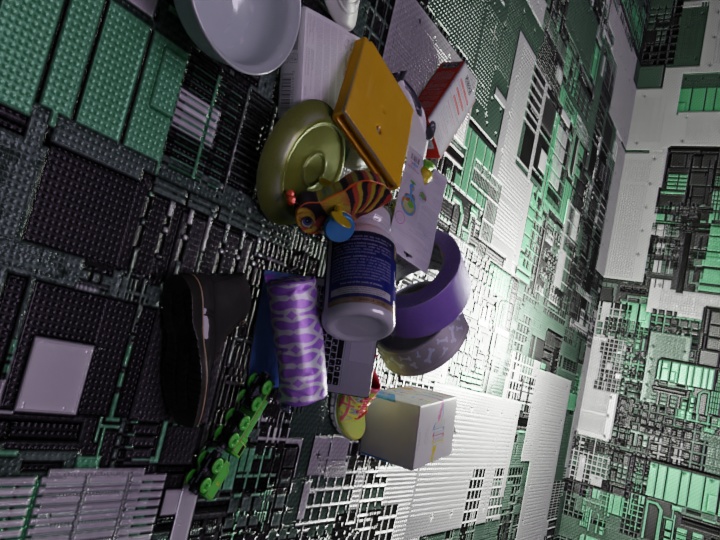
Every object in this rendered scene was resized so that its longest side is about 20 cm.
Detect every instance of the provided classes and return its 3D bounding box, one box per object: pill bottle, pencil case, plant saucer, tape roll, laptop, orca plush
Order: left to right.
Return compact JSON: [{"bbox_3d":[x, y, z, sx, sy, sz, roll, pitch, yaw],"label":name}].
[{"bbox_3d":[-0.098,0.106,0.997,0.083,0.085,0.204,-9,98,-50],"label":"pencil case"},{"bbox_3d":[-0.081,-0.160,1.009,0.200,0.031,0.202,-41,144,-39],"label":"plant saucer"},{"bbox_3d":[-0.068,0.108,1.064,0.116,0.196,0.191,75,24,-89],"label":"laptop"},{"bbox_3d":[0.000,0.000,1.030,0.116,0.114,0.203,45,40,-50],"label":"pill bottle"},{"bbox_3d":[0.078,-0.296,1.266,0.104,0.071,0.201,-31,126,6],"label":"orca plush"},{"bbox_3d":[0.102,0.020,1.220,0.201,0.198,0.085,-60,139,-30],"label":"tape roll"}]

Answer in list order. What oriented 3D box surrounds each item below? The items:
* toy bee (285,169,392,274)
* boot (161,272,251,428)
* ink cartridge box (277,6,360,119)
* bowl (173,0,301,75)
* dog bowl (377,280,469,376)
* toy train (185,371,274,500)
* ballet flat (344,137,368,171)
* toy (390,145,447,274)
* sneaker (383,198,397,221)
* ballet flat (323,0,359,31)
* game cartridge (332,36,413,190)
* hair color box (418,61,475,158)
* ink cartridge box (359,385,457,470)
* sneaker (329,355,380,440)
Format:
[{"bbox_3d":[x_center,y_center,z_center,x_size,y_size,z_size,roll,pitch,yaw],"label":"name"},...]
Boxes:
[{"bbox_3d":[-0.055,-0.089,0.970,0.200,0.131,0.109,-48,126,-6],"label":"toy bee"},{"bbox_3d":[-0.199,0.102,0.902,0.138,0.076,0.204,-9,105,-60],"label":"boot"},{"bbox_3d":[-0.059,-0.315,1.057,0.199,0.049,0.164,-10,105,-65],"label":"ink cartridge box"},{"bbox_3d":[-0.171,-0.353,0.832,0.200,0.089,0.205,-17,111,-53],"label":"bowl"},{"bbox_3d":[0.111,0.104,1.259,0.059,0.198,0.202,51,55,-34],"label":"dog bowl"},{"bbox_3d":[-0.186,0.243,0.965,0.201,0.041,0.057,-58,150,-23],"label":"toy train"},{"bbox_3d":[0.024,-0.195,1.174,0.199,0.068,0.071,4,93,-60],"label":"ballet flat"},{"bbox_3d":[0.092,-0.107,1.179,0.115,0.047,0.203,33,64,-36],"label":"toy"},{"bbox_3d":[0.021,-0.084,1.193,0.199,0.074,0.117,23,78,-50],"label":"sneaker"},{"bbox_3d":[-0.037,-0.467,1.033,0.070,0.069,0.201,-63,142,-26],"label":"ballet flat"},{"bbox_3d":[0.026,-0.263,1.088,0.177,0.032,0.202,49,39,-39],"label":"game cartridge"},{"bbox_3d":[0.170,-0.339,1.374,0.201,0.060,0.102,-57,139,-31],"label":"hair color box"},{"bbox_3d":[0.110,0.318,1.357,0.199,0.127,0.128,5,93,-57],"label":"ink cartridge box"},{"bbox_3d":[-0.004,0.227,1.202,0.078,0.089,0.203,-29,121,-52],"label":"sneaker"}]
